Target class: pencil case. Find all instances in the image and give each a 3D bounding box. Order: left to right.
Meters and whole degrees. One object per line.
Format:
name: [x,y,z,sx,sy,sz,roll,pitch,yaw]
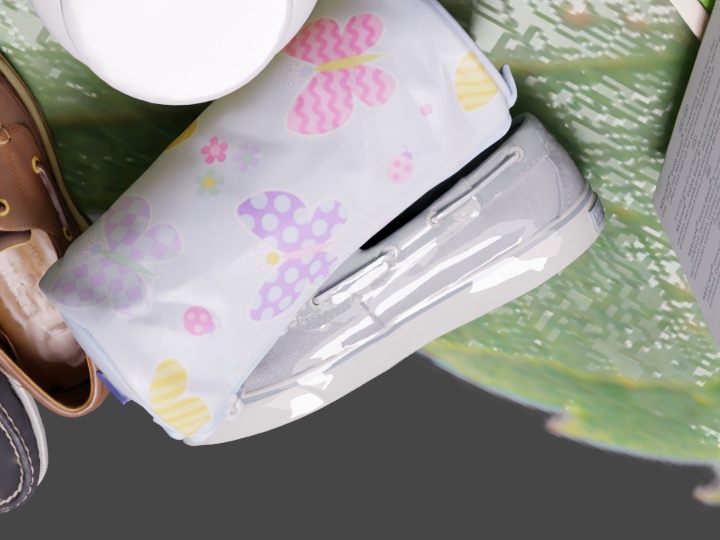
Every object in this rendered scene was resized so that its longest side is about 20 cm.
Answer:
pencil case: [-0.032,-0.028,1.117,0.091,0.083,0.200,42,86,15]

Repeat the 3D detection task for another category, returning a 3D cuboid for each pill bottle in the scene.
pill bottle: [-0.067,-0.135,1.022,0.108,0.200,0.110,-2,119,-4]

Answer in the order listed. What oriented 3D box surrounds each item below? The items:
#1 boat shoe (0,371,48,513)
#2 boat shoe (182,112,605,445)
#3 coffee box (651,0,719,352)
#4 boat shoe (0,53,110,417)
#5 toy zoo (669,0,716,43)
boat shoe: [-0.198,0.034,1.179,0.074,0.060,0.201,-28,117,9]
boat shoe: [0.000,0.000,1.183,0.200,0.070,0.072,-29,103,8]
coffee box: [0.249,-0.049,1.082,0.198,0.198,0.201,4,123,-15]
boat shoe: [-0.152,-0.026,1.148,0.072,0.068,0.201,-27,117,9]
toy zoo: [0.193,-0.177,1.126,0.199,0.020,0.131,-35,116,13]
